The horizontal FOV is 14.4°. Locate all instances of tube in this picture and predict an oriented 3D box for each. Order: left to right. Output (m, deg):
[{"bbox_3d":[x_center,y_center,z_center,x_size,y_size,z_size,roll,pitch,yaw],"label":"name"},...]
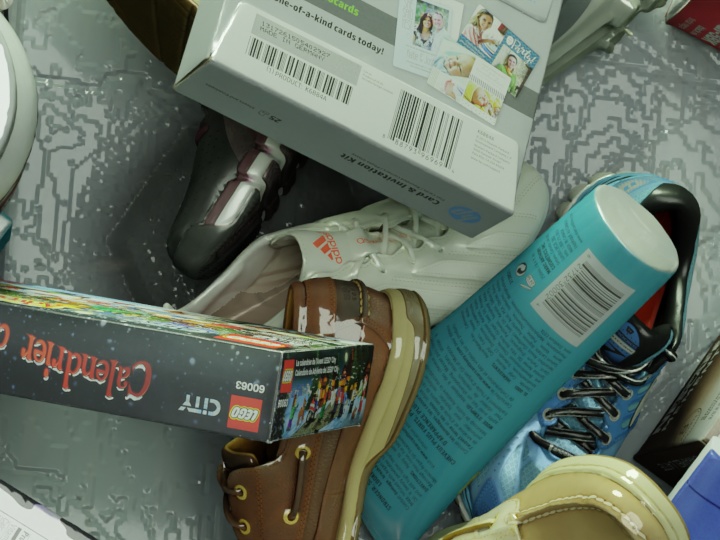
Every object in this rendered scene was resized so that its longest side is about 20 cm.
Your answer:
[{"bbox_3d":[0.057,0.044,1.283,0.200,0.050,0.078,-44,70,25],"label":"tube"}]

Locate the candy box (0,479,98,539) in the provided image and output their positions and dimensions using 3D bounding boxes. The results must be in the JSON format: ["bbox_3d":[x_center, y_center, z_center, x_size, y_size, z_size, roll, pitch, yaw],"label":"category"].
[{"bbox_3d":[-0.168,0.128,1.220,0.200,0.168,0.072,32,79,-3],"label":"candy box"}]

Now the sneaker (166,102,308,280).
[{"bbox_3d":[-0.067,-0.098,1.329,0.115,0.076,0.200,29,69,4],"label":"sneaker"}]

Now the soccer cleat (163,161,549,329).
[{"bbox_3d":[0.000,0.000,1.306,0.200,0.078,0.069,-32,45,-11],"label":"soccer cleat"}]

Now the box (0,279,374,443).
[{"bbox_3d":[-0.108,0.033,1.181,0.199,0.137,0.038,9,92,15],"label":"box"}]

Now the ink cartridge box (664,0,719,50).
[{"bbox_3d":[0.271,-0.143,1.375,0.200,0.083,0.147,28,78,-3],"label":"ink cartridge box"}]

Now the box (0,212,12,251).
[{"bbox_3d":[-0.262,-0.048,1.295,0.200,0.049,0.082,38,78,-1],"label":"box"}]

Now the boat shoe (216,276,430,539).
[{"bbox_3d":[-0.034,0.094,1.272,0.067,0.072,0.201,16,103,-18],"label":"boat shoe"}]

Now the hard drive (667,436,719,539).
[{"bbox_3d":[0.158,0.186,1.275,0.132,0.025,0.200,32,114,-2],"label":"hard drive"}]

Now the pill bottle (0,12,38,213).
[{"bbox_3d":[-0.192,-0.064,1.175,0.114,0.200,0.115,0,87,-8],"label":"pill bottle"}]

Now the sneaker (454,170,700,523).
[{"bbox_3d":[0.102,0.041,1.311,0.078,0.090,0.201,23,79,-14],"label":"sneaker"}]

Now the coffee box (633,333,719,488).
[{"bbox_3d":[0.226,0.027,1.326,0.080,0.114,0.200,37,79,-3],"label":"coffee box"}]

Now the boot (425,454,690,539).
[{"bbox_3d":[0.039,0.157,1.211,0.155,0.200,0.073,-38,96,-35],"label":"boot"}]

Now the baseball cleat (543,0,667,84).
[{"bbox_3d":[0.054,-0.119,1.340,0.200,0.070,0.106,-32,73,-33],"label":"baseball cleat"}]

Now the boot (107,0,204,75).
[{"bbox_3d":[-0.057,-0.174,1.287,0.200,0.072,0.155,44,66,9],"label":"boot"}]

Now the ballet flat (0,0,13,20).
[{"bbox_3d":[-0.190,-0.163,1.315,0.073,0.073,0.201,-1,81,-9],"label":"ballet flat"}]

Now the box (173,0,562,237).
[{"bbox_3d":[0.016,-0.136,1.250,0.156,0.041,0.201,25,63,-21],"label":"box"}]
